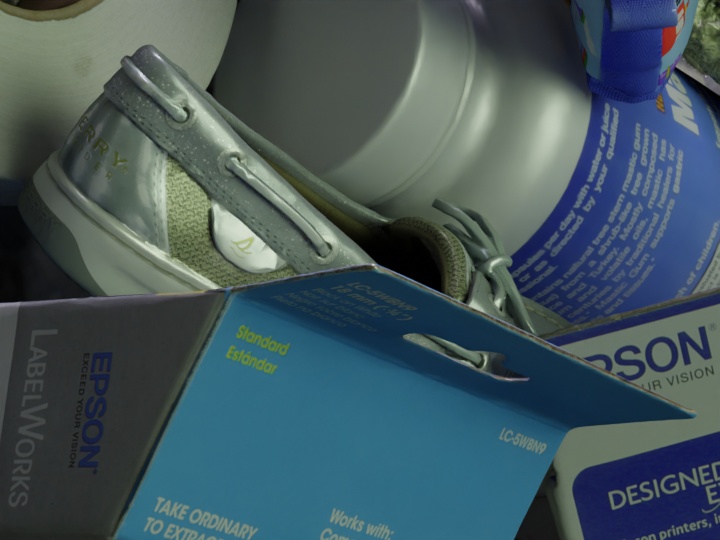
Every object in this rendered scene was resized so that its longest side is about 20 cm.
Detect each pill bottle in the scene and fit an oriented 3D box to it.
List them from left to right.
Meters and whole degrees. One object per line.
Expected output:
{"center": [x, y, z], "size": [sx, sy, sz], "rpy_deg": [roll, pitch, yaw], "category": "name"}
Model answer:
{"center": [0.046, -0.037, 0.945], "size": [0.200, 0.112, 0.112], "rpy_deg": [26, 63, -49], "category": "pill bottle"}

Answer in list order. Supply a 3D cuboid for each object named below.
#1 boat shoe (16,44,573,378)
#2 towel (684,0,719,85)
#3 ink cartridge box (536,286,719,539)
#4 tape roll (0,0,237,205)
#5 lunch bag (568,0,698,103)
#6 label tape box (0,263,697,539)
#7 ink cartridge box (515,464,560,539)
{"center": [-0.001, -0.001, 0.823], "size": [0.202, 0.065, 0.074], "rpy_deg": [24, 19, -34], "category": "boat shoe"}
{"center": [0.124, -0.091, 1.011], "size": [0.200, 0.036, 0.148], "rpy_deg": [45, 9, 2], "category": "towel"}
{"center": [0.160, 0.082, 0.856], "size": [0.047, 0.197, 0.201], "rpy_deg": [-108, -177, -76], "category": "ink cartridge box"}
{"center": [-0.108, -0.119, 0.819], "size": [0.203, 0.037, 0.203], "rpy_deg": [14, 72, -52], "category": "tape roll"}
{"center": [0.082, -0.156, 0.848], "size": [0.151, 0.094, 0.201], "rpy_deg": [84, 5, -65], "category": "lunch bag"}
{"center": [-0.038, 0.053, 0.739], "size": [0.144, 0.200, 0.063], "rpy_deg": [24, 68, -49], "category": "label tape box"}
{"center": [0.168, 0.107, 1.006], "size": [0.145, 0.200, 0.148], "rpy_deg": [-36, 112, -52], "category": "ink cartridge box"}
